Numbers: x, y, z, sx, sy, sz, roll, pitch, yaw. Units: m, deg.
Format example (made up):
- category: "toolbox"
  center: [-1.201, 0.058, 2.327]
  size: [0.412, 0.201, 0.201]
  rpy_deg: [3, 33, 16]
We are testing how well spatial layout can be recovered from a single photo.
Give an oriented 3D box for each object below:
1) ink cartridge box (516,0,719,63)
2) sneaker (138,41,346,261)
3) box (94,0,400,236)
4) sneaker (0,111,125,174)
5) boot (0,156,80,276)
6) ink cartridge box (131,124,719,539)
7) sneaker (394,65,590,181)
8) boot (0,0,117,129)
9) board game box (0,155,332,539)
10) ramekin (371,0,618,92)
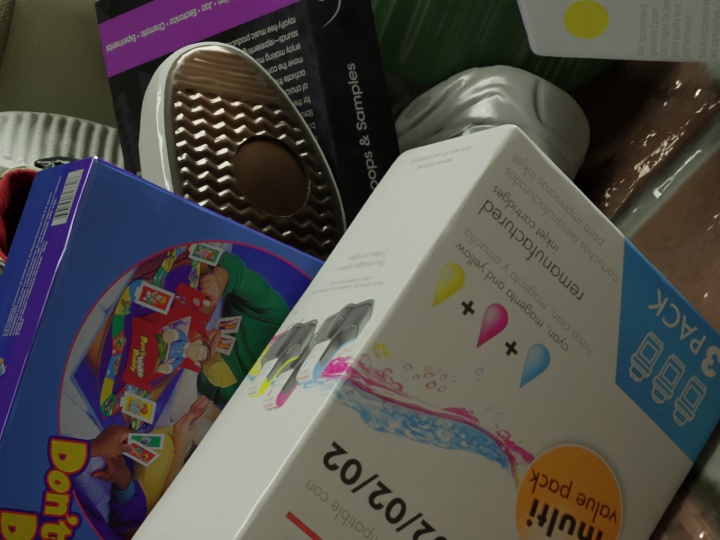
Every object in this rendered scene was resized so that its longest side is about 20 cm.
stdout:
- category: "ink cartridge box"
  center: [0.111, -0.135, 0.835]
  size: [0.199, 0.047, 0.198]
  rpy_deg: [2, 35, 7]
- category: "sneaker"
  center: [-0.045, 0.024, 0.829]
  size: [0.073, 0.201, 0.085]
  rpy_deg: [-10, -10, -37]
- category: "box"
  center: [-0.035, -0.021, 0.897]
  size: [0.036, 0.201, 0.143]
  rpy_deg: [-8, -3, -36]
- category: "sneaker"
  center: [-0.093, -0.010, 1.011]
  size: [0.074, 0.200, 0.082]
  rpy_deg: [38, 110, 44]
- category: "boot"
  center: [-0.114, 0.014, 0.897]
  size: [0.073, 0.154, 0.204]
  rpy_deg: [-18, 38, -15]
- category: "ink cartridge box"
  center: [0.015, 0.071, 0.702]
  size: [0.200, 0.115, 0.068]
  rpy_deg: [-56, 22, -22]
- category: "sneaker"
  center: [0.000, 0.000, 0.933]
  size: [0.200, 0.078, 0.100]
  rpy_deg: [-34, 30, 38]
- category: "boot"
  center: [-0.138, -0.042, 1.084]
  size: [0.072, 0.154, 0.201]
  rpy_deg: [-120, 40, -56]
- category: "board game box"
  center: [-0.063, 0.085, 0.721]
  size: [0.045, 0.134, 0.201]
  rpy_deg: [-7, 62, 59]
- category: "ramekin"
  center: [0.041, -0.158, 0.967]
  size: [0.200, 0.199, 0.098]
  rpy_deg: [-77, 8, -55]
